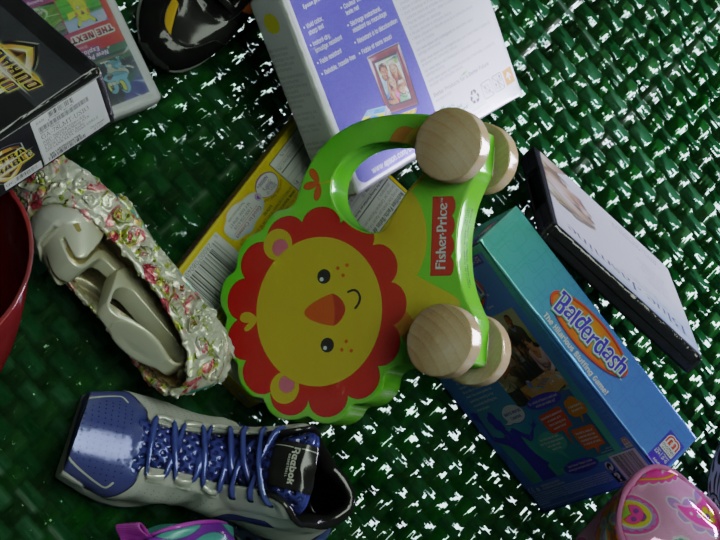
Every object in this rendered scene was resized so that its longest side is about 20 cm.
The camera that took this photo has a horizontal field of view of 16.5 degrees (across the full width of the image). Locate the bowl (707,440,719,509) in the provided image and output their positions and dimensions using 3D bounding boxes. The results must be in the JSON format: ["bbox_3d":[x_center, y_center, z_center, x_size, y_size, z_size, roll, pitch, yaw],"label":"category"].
[{"bbox_3d":[0.321,0.172,1.802,0.200,0.094,0.201,8,72,-26],"label":"bowl"}]

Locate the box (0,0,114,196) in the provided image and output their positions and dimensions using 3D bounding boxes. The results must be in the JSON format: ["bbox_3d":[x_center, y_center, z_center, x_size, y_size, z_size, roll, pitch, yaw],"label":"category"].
[{"bbox_3d":[-0.284,-0.102,1.496,0.198,0.050,0.200,-33,52,-19],"label":"box"}]

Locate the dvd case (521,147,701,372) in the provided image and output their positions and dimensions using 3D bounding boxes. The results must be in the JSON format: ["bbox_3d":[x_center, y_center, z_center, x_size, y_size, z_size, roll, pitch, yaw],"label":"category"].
[{"bbox_3d":[0.173,-0.011,1.739,0.143,0.200,0.018,42,103,-12],"label":"dvd case"}]

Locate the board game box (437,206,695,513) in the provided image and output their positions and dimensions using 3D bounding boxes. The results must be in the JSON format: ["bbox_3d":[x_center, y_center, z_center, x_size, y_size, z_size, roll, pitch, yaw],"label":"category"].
[{"bbox_3d":[0.116,0.065,1.689,0.045,0.152,0.200,-43,98,-31],"label":"board game box"}]

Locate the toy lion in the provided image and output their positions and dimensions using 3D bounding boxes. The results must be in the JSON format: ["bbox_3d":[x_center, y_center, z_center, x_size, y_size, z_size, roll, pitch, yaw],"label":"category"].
[{"bbox_3d":[0.000,0.000,1.602,0.069,0.191,0.201,16,76,-63],"label":"toy lion"}]

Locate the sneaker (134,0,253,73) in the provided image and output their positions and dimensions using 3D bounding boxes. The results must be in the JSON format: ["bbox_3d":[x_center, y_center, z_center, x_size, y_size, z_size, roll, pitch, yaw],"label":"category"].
[{"bbox_3d":[-0.077,-0.218,1.702,0.070,0.090,0.200,47,59,-9],"label":"sneaker"}]

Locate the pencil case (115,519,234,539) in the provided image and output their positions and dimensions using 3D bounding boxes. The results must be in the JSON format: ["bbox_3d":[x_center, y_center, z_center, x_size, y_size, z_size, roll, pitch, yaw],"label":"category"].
[{"bbox_3d":[-0.112,0.259,1.549,0.092,0.085,0.201,13,67,-55],"label":"pencil case"}]

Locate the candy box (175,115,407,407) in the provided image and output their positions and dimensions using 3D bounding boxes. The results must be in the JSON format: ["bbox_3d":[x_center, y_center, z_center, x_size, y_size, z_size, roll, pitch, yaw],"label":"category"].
[{"bbox_3d":[-0.055,-0.013,1.692,0.102,0.026,0.200,44,60,-14],"label":"candy box"}]

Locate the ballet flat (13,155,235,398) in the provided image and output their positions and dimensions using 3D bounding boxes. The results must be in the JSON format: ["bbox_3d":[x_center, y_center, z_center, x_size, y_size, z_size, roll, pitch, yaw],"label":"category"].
[{"bbox_3d":[-0.160,0.003,1.590,0.200,0.076,0.064,45,33,-2],"label":"ballet flat"}]

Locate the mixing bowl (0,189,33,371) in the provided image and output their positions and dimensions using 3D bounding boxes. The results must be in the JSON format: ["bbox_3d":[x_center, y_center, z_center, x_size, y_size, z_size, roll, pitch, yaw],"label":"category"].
[{"bbox_3d":[-0.286,0.031,1.484,0.199,0.109,0.200,-3,48,3],"label":"mixing bowl"}]

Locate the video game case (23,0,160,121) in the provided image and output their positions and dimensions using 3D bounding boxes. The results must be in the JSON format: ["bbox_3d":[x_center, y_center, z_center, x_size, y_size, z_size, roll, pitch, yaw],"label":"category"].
[{"bbox_3d":[-0.252,-0.160,1.631,0.200,0.023,0.183,-24,88,-32],"label":"video game case"}]

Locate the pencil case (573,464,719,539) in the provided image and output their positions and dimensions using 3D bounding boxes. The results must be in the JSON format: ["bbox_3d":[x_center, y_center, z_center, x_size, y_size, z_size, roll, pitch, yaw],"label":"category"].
[{"bbox_3d":[0.171,0.208,1.649,0.087,0.200,0.088,11,56,-17],"label":"pencil case"}]

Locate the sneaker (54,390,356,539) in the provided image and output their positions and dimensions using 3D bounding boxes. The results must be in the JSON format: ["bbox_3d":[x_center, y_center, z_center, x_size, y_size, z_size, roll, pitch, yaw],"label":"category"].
[{"bbox_3d":[-0.084,0.121,1.586,0.199,0.115,0.081,21,66,-22],"label":"sneaker"}]

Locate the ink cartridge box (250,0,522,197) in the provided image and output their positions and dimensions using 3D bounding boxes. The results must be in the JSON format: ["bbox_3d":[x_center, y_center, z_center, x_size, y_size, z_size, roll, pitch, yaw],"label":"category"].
[{"bbox_3d":[0.013,-0.177,1.720,0.197,0.047,0.200,-32,106,-41],"label":"ink cartridge box"}]
